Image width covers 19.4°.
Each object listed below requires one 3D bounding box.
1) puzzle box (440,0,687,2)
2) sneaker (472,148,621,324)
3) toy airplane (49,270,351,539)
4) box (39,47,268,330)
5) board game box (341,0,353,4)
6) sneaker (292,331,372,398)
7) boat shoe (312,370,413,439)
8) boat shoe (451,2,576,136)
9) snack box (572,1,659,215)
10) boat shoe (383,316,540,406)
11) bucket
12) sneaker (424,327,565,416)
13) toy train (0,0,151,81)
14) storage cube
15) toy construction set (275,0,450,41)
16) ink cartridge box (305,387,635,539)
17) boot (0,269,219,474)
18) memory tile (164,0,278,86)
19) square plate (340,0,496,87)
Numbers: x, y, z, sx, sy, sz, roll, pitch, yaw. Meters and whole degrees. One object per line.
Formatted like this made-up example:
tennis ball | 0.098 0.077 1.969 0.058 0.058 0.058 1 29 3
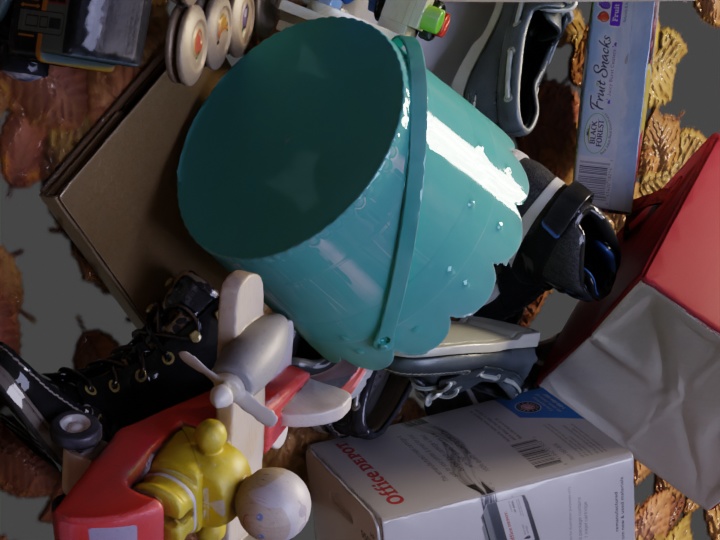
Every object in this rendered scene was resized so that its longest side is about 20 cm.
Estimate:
puzzle box | 0.141 -0.256 1.499 0.200 0.025 0.133 -2 99 -9
sneaker | 0.137 0.006 1.585 0.073 0.112 0.200 -45 155 -27
toy airplane | -0.075 0.116 1.278 0.199 0.141 0.200 -56 144 -4
box | -0.111 -0.039 1.405 0.164 0.021 0.200 -53 134 -25
board game box | -0.044 -0.286 1.319 0.152 0.045 0.200 39 34 -45
sneaker | 0.000 0.000 1.490 0.082 0.077 0.200 43 68 -58
boat shoe | 0.032 0.039 1.558 0.200 0.060 0.074 -55 133 -24
boat shoe | 0.134 -0.183 1.561 0.073 0.062 0.200 43 68 -45
snack box | 0.201 -0.159 1.643 0.142 0.053 0.200 -67 162 -70
boat shoe | 0.069 0.070 1.507 0.200 0.073 0.062 -2 106 -61
bucket | -0.008 -0.055 1.351 0.135 0.207 0.207 38 71 -45
sneaker | 0.134 0.097 1.679 0.200 0.074 0.081 -11 148 -30
toy train | -0.166 -0.207 1.230 0.085 0.114 0.200 7 95 -50
storage cube | 0.269 0.040 1.621 0.200 0.171 0.180 36 49 -3
toy construction set | 0.030 -0.215 1.410 0.200 0.092 0.131 -54 170 8
ink cartridge box | 0.078 0.165 1.529 0.200 0.145 0.084 -12 111 -19
boot | -0.149 0.062 1.330 0.151 0.073 0.200 -51 138 -11
memory tile | -0.084 -0.204 1.322 0.200 0.017 0.153 -52 147 -68
square plate | 0.056 -0.204 1.548 0.198 0.028 0.200 47 65 -43
